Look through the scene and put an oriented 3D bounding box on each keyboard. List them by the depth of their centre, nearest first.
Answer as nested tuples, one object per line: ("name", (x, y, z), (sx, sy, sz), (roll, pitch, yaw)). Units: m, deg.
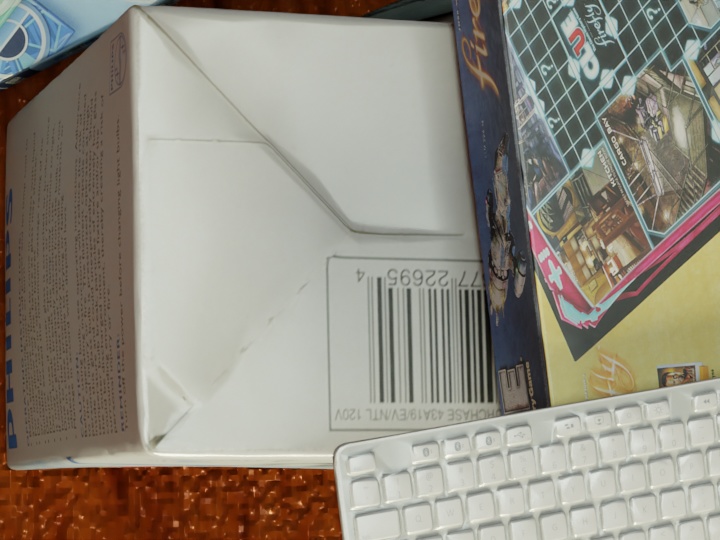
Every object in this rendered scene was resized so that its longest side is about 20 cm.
("keyboard", (0.089, 0.057, 0.617), (0.199, 0.011, 0.057), (-8, 88, -19))

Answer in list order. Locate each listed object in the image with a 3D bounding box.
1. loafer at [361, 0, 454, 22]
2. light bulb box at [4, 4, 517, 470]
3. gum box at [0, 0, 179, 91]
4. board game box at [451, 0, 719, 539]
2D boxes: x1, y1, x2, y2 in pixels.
("loafer", (0.093, -0.085, 0.855), (0.199, 0.072, 0.063), (-15, 93, -22))
("light bulb box", (0.000, 0.000, 0.741), (0.197, 0.200, 0.126), (2, 84, -18))
("gum box", (-0.081, -0.172, 0.765), (0.199, 0.045, 0.171), (-26, 94, 0))
("board game box", (0.100, -0.014, 0.652), (0.135, 0.035, 0.202), (-5, 87, -19))
